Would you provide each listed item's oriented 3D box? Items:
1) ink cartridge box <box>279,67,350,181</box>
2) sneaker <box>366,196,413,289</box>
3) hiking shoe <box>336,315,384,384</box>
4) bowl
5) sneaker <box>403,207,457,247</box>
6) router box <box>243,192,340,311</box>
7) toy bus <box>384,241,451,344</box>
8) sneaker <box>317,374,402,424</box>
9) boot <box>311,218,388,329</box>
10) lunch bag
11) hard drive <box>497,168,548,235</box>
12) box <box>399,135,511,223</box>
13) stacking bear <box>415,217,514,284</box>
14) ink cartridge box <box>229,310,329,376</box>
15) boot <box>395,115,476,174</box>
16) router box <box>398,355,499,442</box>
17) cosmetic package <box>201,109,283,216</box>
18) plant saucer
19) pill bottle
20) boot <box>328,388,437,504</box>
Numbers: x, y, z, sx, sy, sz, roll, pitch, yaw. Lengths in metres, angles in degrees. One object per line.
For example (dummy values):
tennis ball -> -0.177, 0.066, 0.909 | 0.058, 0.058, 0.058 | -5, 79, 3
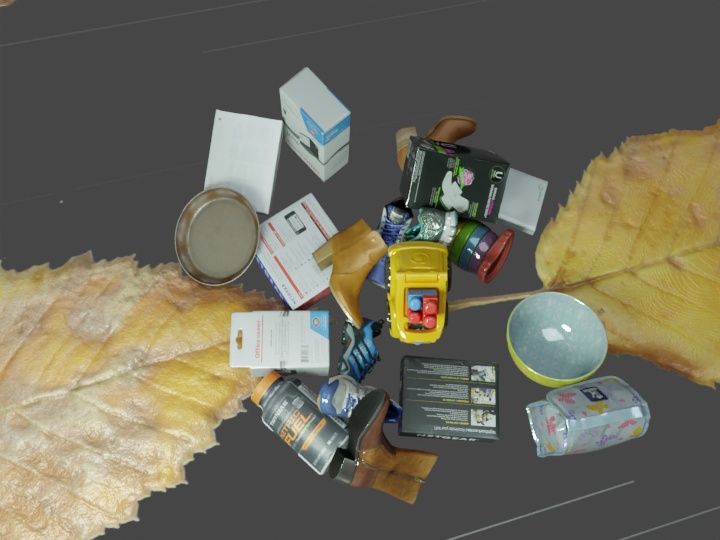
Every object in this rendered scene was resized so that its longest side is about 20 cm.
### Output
ink cartridge box -> -0.097, -0.310, 1.528 | 0.083, 0.201, 0.145 | -40, 75, -16
sneaker -> 0.059, -0.076, 1.491 | 0.079, 0.116, 0.204 | 19, 68, 5
hiking shoe -> -0.002, 0.183, 1.403 | 0.084, 0.075, 0.205 | 8, 67, 0
bowl -> 0.382, 0.156, 1.417 | 0.194, 0.109, 0.205 | 0, 54, 0
sneaker -> 0.126, -0.050, 1.449 | 0.089, 0.203, 0.078 | 18, 35, -6
router box -> -0.123, -0.036, 1.497 | 0.177, 0.049, 0.202 | -31, 73, -15
toy bus -> 0.115, 0.072, 1.359 | 0.131, 0.206, 0.193 | -1, 25, -1
sneaker -> 0.005, 0.244, 1.313 | 0.087, 0.198, 0.077 | 15, 89, 40
boot -> 0.000, 0.000, 1.416 | 0.142, 0.071, 0.204 | -30, 65, 0
lunch bag -> 0.424, 0.274, 1.325 | 0.165, 0.200, 0.131 | -10, 77, -7
hard drive -> 0.314, -0.175, 1.598 | 0.195, 0.027, 0.135 | 21, 68, 4
box -> 0.192, -0.192, 1.474 | 0.194, 0.149, 0.128 | 10, 109, -6
stacking bear -> 0.212, -0.069, 1.504 | 0.198, 0.114, 0.122 | 34, 77, 21
ink cartridge box -> -0.159, 0.146, 1.410 | 0.194, 0.067, 0.119 | 1, 68, -5
boot -> 0.180, -0.259, 1.593 | 0.194, 0.077, 0.159 | -9, 67, -6
router box -> 0.174, 0.254, 1.400 | 0.194, 0.051, 0.154 | 5, 69, -2
cosmetic package -> -0.253, -0.231, 1.531 | 0.146, 0.052, 0.206 | 9, 89, -2
plant saucer -> -0.294, -0.070, 1.475 | 0.194, 0.032, 0.207 | -2, 84, 16
pill bottle -> -0.115, 0.279, 1.339 | 0.199, 0.107, 0.107 | 38, 70, 12
boot -> 0.064, 0.323, 1.281 | 0.196, 0.068, 0.193 | 22, 93, -26
